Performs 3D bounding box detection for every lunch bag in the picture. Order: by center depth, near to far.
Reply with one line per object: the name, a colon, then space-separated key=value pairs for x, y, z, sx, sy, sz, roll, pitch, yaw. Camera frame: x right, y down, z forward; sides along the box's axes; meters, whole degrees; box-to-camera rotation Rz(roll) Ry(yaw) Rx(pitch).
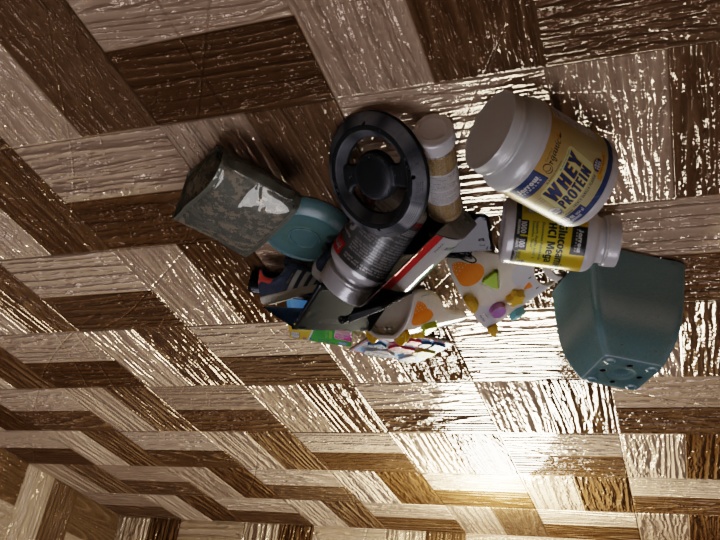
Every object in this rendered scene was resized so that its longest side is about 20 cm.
lunch bag: x=-0.211 y=-0.130 z=1.456 sx=0.162 sy=0.120 sz=0.199 roll=28 pitch=149 yaw=-26

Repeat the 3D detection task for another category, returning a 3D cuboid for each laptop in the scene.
laptop: x=-0.061 y=0.056 z=1.643 sx=0.184 sy=0.117 sz=0.201 roll=3 pitch=136 yaw=-35

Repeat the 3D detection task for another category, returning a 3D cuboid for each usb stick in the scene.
usb stick: x=-0.140 y=0.034 z=1.758 sx=0.195 sy=0.057 sz=0.033 roll=8 pitch=149 yaw=3

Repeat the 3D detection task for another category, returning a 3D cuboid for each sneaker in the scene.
sneaker: x=0.000 y=0.000 z=1.624 sx=0.197 sy=0.083 sz=0.145 roll=13 pitch=153 yaw=-38
sneaker: x=-0.116 y=0.008 z=1.703 sx=0.195 sy=0.087 sz=0.075 roll=-14 pitch=177 yaw=-5

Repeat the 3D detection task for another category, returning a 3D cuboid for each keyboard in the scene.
keyboard: x=0.018 y=0.066 z=1.503 sx=0.125 sy=0.021 sz=0.200 roll=-23 pitch=178 yaw=19
keyboard: x=0.149 y=-0.064 z=1.557 sx=0.195 sy=0.040 sz=0.106 roll=-1 pitch=124 yaw=20

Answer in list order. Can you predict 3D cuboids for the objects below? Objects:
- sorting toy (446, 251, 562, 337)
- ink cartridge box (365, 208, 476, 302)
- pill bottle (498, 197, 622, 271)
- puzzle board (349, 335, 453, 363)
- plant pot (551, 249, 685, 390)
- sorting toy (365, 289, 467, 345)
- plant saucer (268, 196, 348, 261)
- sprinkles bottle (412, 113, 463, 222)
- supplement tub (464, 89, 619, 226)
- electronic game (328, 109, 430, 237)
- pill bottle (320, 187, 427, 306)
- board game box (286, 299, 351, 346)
sorting toy: x=0.293 y=0.024 z=1.610 sx=0.178 sy=0.108 sz=0.200 roll=-29 pitch=136 yaw=19
ink cartridge box: x=0.109 y=-0.013 z=1.454 sx=0.050 sy=0.200 sz=0.161 roll=44 pitch=127 yaw=1
pill bottle: x=0.338 y=-0.059 z=1.420 sx=0.194 sy=0.115 sz=0.113 roll=6 pitch=149 yaw=5
puzzle board: x=0.094 y=0.178 z=1.924 sx=0.196 sy=0.018 sz=0.150 roll=14 pitch=150 yaw=-29
plant pot: x=0.481 y=0.104 z=1.553 sx=0.191 sy=0.204 sz=0.198 roll=10 pitch=149 yaw=-6
sorting toy: x=0.119 y=0.094 z=1.711 sx=0.177 sy=0.110 sz=0.198 roll=1 pitch=178 yaw=-34
plant saucer: x=-0.106 y=-0.072 z=1.609 sx=0.195 sy=0.028 sz=0.202 roll=7 pitch=148 yaw=4
sprinkles bottle: x=0.129 y=-0.162 z=1.357 sx=0.066 sy=0.070 sz=0.201 roll=1 pitch=148 yaw=13
supplement tub: x=0.267 y=-0.167 z=1.238 sx=0.197 sy=0.147 sz=0.144 roll=23 pitch=146 yaw=-22
electronic game: x=0.027 y=-0.152 z=1.326 sx=0.197 sy=0.041 sz=0.205 roll=17 pitch=118 yaw=35
pill bottle: x=0.019 y=-0.047 z=1.446 sx=0.112 sy=0.115 sz=0.202 roll=25 pitch=111 yaw=-25
board game box: x=-0.088 y=0.098 z=1.859 sx=0.149 sy=0.041 sz=0.202 roll=8 pitch=148 yaw=3
